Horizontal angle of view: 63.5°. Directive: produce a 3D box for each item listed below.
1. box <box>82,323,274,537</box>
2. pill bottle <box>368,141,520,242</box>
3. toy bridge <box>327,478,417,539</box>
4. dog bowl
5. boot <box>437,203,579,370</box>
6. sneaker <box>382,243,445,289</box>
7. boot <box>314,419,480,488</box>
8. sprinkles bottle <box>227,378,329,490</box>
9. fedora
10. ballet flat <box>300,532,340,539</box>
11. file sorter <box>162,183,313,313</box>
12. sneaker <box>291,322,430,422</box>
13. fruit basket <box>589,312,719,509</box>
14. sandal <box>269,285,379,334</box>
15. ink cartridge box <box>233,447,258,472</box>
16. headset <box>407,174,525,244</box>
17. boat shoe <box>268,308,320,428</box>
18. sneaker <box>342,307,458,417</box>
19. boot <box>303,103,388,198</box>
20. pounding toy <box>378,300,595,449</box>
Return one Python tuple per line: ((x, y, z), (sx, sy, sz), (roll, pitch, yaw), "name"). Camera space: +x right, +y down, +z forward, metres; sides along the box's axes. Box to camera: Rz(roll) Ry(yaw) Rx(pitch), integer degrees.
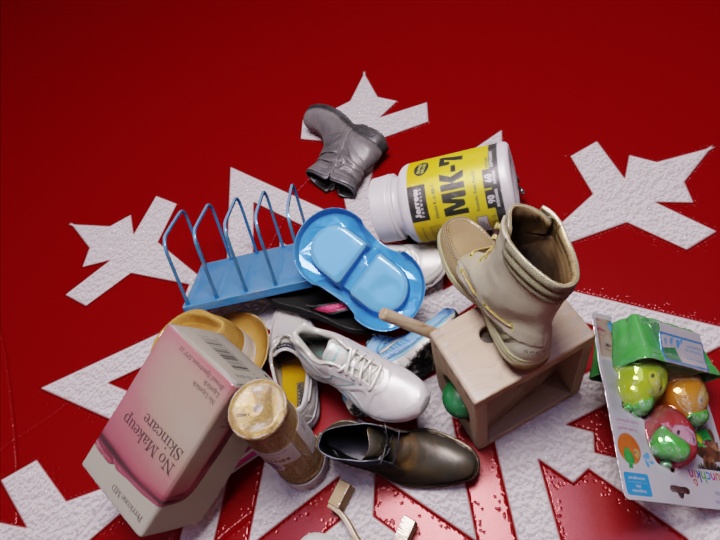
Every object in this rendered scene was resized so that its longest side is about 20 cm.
((-0.210, 0.185, 0.695), (0.127, 0.109, 0.201), (33, 92, 26), "box")
((0.119, -0.103, 0.821), (0.197, 0.115, 0.116), (-10, 53, 20), "pill bottle")
((0.045, 0.322, 0.677), (0.198, 0.027, 0.068), (21, 66, 25), "toy bridge")
((0.000, 0.000, 0.802), (0.199, 0.050, 0.112), (37, 89, 13), "dog bowl")
((0.145, -0.018, 0.599), (0.071, 0.156, 0.201), (-18, 54, -11), "boot")
((0.031, -0.008, 0.860), (0.197, 0.081, 0.076), (-5, 69, 15), "sneaker")
((0.040, 0.222, 0.693), (0.197, 0.097, 0.076), (4, 78, 17), "boot")
((-0.090, 0.198, 0.685), (0.067, 0.201, 0.069), (-6, 54, 9), "sprinkles bottle")
((-0.229, 0.114, 0.824), (0.198, 0.082, 0.202), (-15, 42, 14), "fedora")
((-0.006, 0.364, 0.636), (0.069, 0.070, 0.200), (-40, 57, -15), "ballet flat")
((-0.180, -0.039, 0.888), (0.197, 0.124, 0.139), (-13, 27, 5), "file sorter")
((-0.008, 0.124, 0.715), (0.198, 0.080, 0.071), (19, 67, 30), "sneaker")
((0.344, 0.154, 0.650), (0.183, 0.094, 0.202), (15, 53, -23), "fruit basket")
((-0.040, 0.044, 0.851), (0.197, 0.046, 0.075), (12, 36, 8), "sandal")
((-0.204, 0.236, 0.789), (0.199, 0.037, 0.095), (-33, 56, -8), "ink cartridge box")
((0.167, -0.083, 0.912), (0.199, 0.094, 0.124), (-38, 59, 5), "headset")
((-0.097, 0.120, 0.819), (0.070, 0.070, 0.202), (-11, 52, 4), "boat shoe")
((0.049, 0.106, 0.793), (0.199, 0.079, 0.090), (-33, 52, -10), "sneaker")
((-0.059, -0.217, 1.046), (0.199, 0.070, 0.132), (29, 72, 33), "boot")
((0.150, 0.101, 0.705), (0.198, 0.185, 0.143), (-27, 54, -6), "pounding toy")
